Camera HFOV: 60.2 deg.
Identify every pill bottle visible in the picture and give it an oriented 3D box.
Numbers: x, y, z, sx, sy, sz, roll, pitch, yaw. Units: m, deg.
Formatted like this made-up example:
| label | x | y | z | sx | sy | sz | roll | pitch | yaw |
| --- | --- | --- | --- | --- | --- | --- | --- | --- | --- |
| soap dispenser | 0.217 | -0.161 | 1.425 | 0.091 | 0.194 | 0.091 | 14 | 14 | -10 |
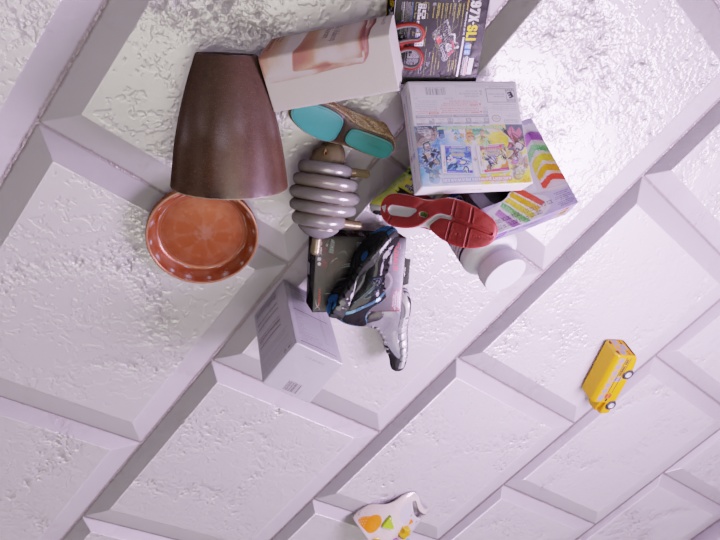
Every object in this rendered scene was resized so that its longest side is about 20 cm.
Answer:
| label | x | y | z | sx | sy | sz | roll | pitch | yaw |
| --- | --- | --- | --- | --- | --- | --- | --- | --- | --- |
| pill bottle | 0.218 | -0.064 | 1.148 | 0.110 | 0.201 | 0.111 | -17 | 144 | -13 |

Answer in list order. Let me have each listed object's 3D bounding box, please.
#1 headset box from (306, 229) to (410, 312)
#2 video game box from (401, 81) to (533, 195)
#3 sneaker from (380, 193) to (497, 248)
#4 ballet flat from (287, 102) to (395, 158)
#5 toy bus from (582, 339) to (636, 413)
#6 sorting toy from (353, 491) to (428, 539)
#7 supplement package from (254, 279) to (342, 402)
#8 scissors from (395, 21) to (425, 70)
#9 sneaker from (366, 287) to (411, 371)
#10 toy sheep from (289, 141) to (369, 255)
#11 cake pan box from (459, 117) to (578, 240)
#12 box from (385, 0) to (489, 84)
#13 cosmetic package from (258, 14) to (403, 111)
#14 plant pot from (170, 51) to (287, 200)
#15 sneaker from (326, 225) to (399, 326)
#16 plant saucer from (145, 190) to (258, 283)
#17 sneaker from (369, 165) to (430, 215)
| label | x | y | z | sx | sy | sz | roll | pitch | yaw |
| --- | --- | --- | --- | --- | --- | --- | --- | --- | --- |
| headset box | 0.000 | 0.000 | 1.198 | 0.198 | 0.075 | 0.150 | 1 | 103 | -16 |
| video game box | 0.176 | -0.221 | 1.033 | 0.198 | 0.184 | 0.047 | -4 | 168 | -13 |
| sneaker | 0.143 | -0.101 | 1.065 | 0.198 | 0.115 | 0.079 | 20 | 112 | 14 |
| ballet flat | -0.032 | -0.249 | 1.050 | 0.199 | 0.066 | 0.071 | 21 | 133 | -26 |
| toy bus | 0.634 | 0.275 | 1.593 | 0.078 | 0.065 | 0.201 | 3 | 123 | -16 |
| sorting toy | 0.108 | 0.714 | 1.755 | 0.180 | 0.107 | 0.201 | -40 | 127 | -10 |
| supplement package | -0.125 | 0.132 | 1.204 | 0.113 | 0.201 | 0.110 | 29 | 112 | -29 |
| scissors | 0.007 | -0.342 | 0.987 | 0.198 | 0.014 | 0.074 | -6 | 125 | 14 |
| sneaker | 0.044 | 0.128 | 1.335 | 0.114 | 0.075 | 0.202 | -2 | 115 | -8 |
| toy sheep | -0.061 | -0.126 | 1.086 | 0.137 | 0.138 | 0.202 | 5 | 94 | -18 |
| cake pan box | 0.258 | -0.160 | 1.096 | 0.199 | 0.185 | 0.052 | -19 | 164 | -21 |
| box | 0.121 | -0.402 | 0.993 | 0.158 | 0.049 | 0.201 | -6 | 125 | -14 |
| cosmetic package | -0.041 | -0.314 | 0.942 | 0.198 | 0.104 | 0.088 | -7 | 125 | 11 |
| plant pot | -0.204 | -0.230 | 0.963 | 0.185 | 0.187 | 0.202 | -2 | 111 | -14 |
| sneaker | 0.018 | 0.011 | 1.133 | 0.082 | 0.073 | 0.201 | 28 | 105 | -23 |
| plant saucer | -0.286 | -0.066 | 1.128 | 0.198 | 0.032 | 0.202 | -7 | 126 | -10 |
| sneaker | 0.101 | -0.168 | 1.147 | 0.199 | 0.075 | 0.077 | -28 | 112 | -2 |
